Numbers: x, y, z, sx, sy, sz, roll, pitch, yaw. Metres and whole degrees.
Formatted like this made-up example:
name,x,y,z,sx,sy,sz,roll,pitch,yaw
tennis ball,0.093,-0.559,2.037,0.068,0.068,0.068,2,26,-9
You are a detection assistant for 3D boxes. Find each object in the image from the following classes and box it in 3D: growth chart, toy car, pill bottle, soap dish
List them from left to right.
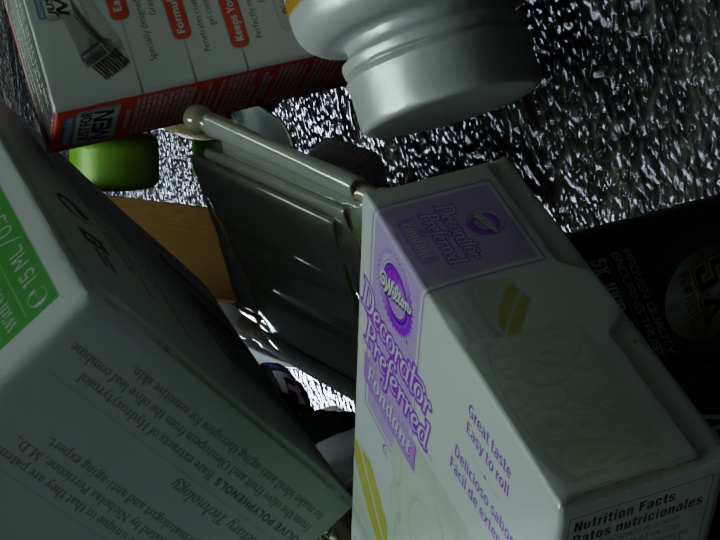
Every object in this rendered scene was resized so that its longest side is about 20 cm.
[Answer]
name,x,y,z,sx,sy,sz,roll,pitch,yaw
soap dish,-0.105,0.008,1.010,0.200,0.157,0.082,41,-123,-76
toy car,-0.077,-0.123,0.929,0.200,0.157,0.165,18,110,58
growth chart,-0.021,0.005,0.775,0.144,0.018,0.200,30,152,26
pill bottle,0.010,-0.161,0.676,0.109,0.109,0.201,150,104,-72

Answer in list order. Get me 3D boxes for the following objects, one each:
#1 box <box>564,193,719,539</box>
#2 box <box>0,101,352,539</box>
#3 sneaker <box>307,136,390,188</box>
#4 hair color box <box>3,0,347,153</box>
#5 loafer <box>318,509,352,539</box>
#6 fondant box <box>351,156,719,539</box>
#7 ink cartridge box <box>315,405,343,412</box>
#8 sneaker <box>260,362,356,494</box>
name,x,y,z,sx,sy,sz,roll,pitch,yaw
box,0.118,0.100,0.590,0.164,0.086,0.201,111,141,-61
box,-0.151,0.065,0.765,0.200,0.171,0.199,44,-176,-41
sneaker,0.000,0.000,0.900,0.200,0.081,0.088,80,-149,-62
hair color box,-0.064,-0.135,0.772,0.064,0.199,0.111,133,121,-69
loafer,-0.024,0.192,0.940,0.076,0.067,0.200,54,142,25
fondant box,0.048,0.086,0.555,0.144,0.058,0.201,-121,25,-43
ink cartridge box,-0.082,0.190,1.078,0.084,0.199,0.147,-160,57,-68
sneaker,-0.031,0.090,0.948,0.200,0.073,0.112,-36,48,37
